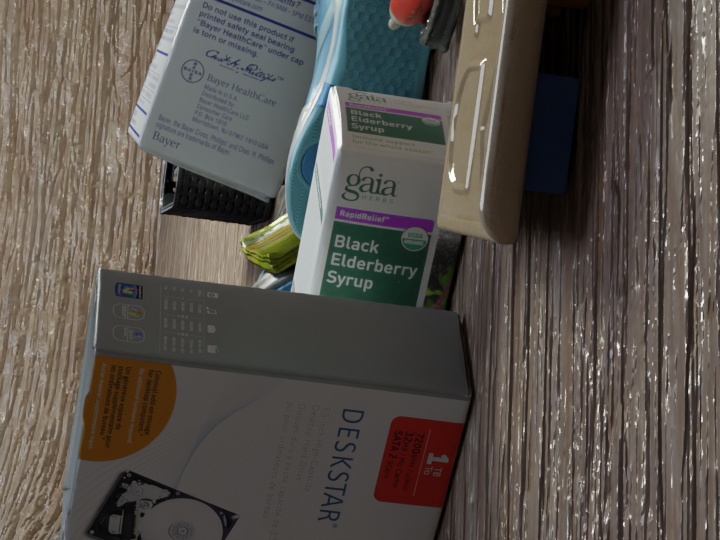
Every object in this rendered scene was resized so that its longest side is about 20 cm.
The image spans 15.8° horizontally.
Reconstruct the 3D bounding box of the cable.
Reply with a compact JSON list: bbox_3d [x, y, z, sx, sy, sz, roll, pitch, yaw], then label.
[{"bbox_3d":[0.046,-0.190,1.451,0.200,0.050,0.098,120,155,-72],"label":"cable"}]

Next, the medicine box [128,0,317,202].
[{"bbox_3d":[-0.078,-0.164,1.783,0.182,0.102,0.201,-139,70,-81],"label":"medicine box"}]

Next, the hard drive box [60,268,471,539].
[{"bbox_3d":[-0.054,0.093,1.391,0.077,0.199,0.157,-96,15,-55],"label":"hard drive box"}]

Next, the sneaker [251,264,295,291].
[{"bbox_3d":[-0.051,0.013,1.870,0.200,0.073,0.082,129,151,-71],"label":"sneaker"}]

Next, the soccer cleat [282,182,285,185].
[{"bbox_3d":[-0.036,-0.104,1.870,0.200,0.064,0.084,-168,75,-83],"label":"soccer cleat"}]

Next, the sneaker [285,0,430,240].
[{"bbox_3d":[-0.003,-0.120,1.644,0.131,0.079,0.201,-117,45,-72],"label":"sneaker"}]

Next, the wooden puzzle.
[{"bbox_3d":[0.077,-0.106,1.221,0.200,0.046,0.186,-142,60,-86],"label":"wooden puzzle"}]

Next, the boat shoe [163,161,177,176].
[{"bbox_3d":[-0.251,-0.191,3.324,0.202,0.086,0.075,112,163,-59],"label":"boat shoe"}]

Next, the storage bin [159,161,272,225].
[{"bbox_3d":[-0.132,-0.117,2.449,0.200,0.093,0.136,172,104,-82],"label":"storage bin"}]

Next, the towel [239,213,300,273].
[{"bbox_3d":[-0.039,-0.031,1.827,0.018,0.086,0.200,56,175,-7],"label":"towel"}]

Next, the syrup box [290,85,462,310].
[{"bbox_3d":[0.006,0.003,1.467,0.082,0.078,0.201,-97,16,-59],"label":"syrup box"}]
